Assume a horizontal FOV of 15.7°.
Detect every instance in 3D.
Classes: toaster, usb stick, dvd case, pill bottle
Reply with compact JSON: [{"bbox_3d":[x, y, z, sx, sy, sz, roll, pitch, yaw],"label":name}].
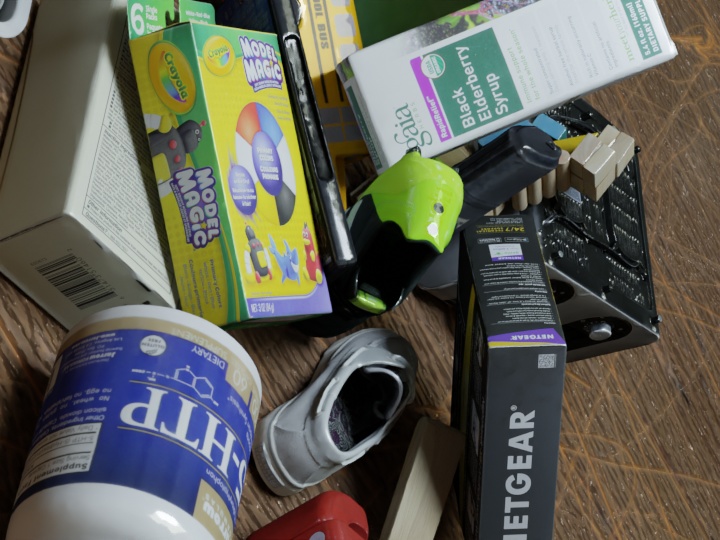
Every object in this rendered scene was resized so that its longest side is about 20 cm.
[{"bbox_3d":[0.126,-0.046,1.915,0.181,0.118,0.201,30,48,-49],"label":"toaster"},{"bbox_3d":[0.043,-0.033,1.692,0.055,0.200,0.033,3,58,-57],"label":"usb stick"},{"bbox_3d":[-0.056,-0.078,1.634,0.017,0.143,0.201,-9,77,-24],"label":"dvd case"},{"bbox_3d":[-0.126,0.129,1.399,0.120,0.119,0.201,46,37,-34],"label":"pill bottle"}]

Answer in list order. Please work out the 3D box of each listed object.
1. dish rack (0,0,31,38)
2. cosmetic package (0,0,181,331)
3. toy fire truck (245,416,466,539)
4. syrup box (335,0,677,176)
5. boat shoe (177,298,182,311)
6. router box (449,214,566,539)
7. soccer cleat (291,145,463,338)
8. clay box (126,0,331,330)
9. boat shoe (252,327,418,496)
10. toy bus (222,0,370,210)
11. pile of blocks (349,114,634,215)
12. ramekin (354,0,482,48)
[{"bbox_3d":[-0.259,-0.236,1.482,0.200,0.043,0.172,42,39,-38],"label":"dish rack"},{"bbox_3d":[-0.149,-0.071,1.528,0.104,0.073,0.201,46,37,-36],"label":"cosmetic package"},{"bbox_3d":[0.008,0.180,1.606,0.176,0.128,0.201,45,22,-40],"label":"toy fire truck"},{"bbox_3d":[0.090,-0.132,1.658,0.081,0.199,0.079,166,-98,-84],"label":"syrup box"},{"bbox_3d":[-0.100,-0.021,1.587,0.072,0.062,0.201,44,37,-36],"label":"boat shoe"},{"bbox_3d":[0.094,0.088,1.705,0.158,0.052,0.201,-98,-172,-57],"label":"router box"},{"bbox_3d":[0.000,0.000,1.625,0.067,0.200,0.081,24,53,-15],"label":"soccer cleat"},{"bbox_3d":[-0.077,-0.067,1.525,0.115,0.047,0.201,-3,82,-66],"label":"clay box"},{"bbox_3d":[0.000,0.082,1.681,0.200,0.068,0.072,-26,95,-60],"label":"boat shoe"},{"bbox_3d":[-0.040,-0.127,1.709,0.078,0.065,0.201,-8,85,-34],"label":"toy bus"},{"bbox_3d":[0.089,-0.077,1.789,0.062,0.199,0.083,79,-5,-67],"label":"pile of blocks"},{"bbox_3d":[0.029,-0.197,1.781,0.098,0.199,0.201,-1,72,-66],"label":"ramekin"}]
